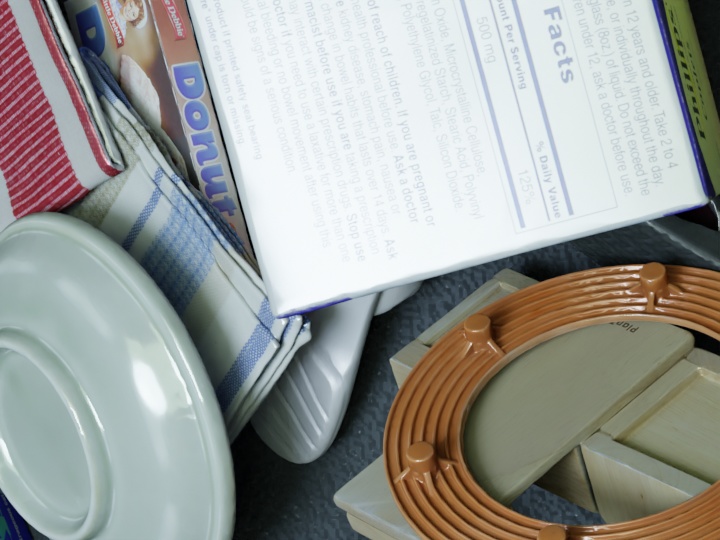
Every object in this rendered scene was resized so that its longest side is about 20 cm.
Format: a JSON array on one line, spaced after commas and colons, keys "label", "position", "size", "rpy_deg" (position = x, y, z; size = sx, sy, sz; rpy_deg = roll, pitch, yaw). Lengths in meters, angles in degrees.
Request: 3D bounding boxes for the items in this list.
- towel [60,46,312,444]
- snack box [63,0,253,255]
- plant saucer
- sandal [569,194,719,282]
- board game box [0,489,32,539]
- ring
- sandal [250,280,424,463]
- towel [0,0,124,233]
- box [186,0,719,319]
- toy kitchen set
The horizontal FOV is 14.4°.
[{"label": "towel", "position": [-0.114, 0.006, 1.388], "size": [0.200, 0.024, 0.147], "rpy_deg": [50, 126, 23]}, {"label": "snack box", "position": [-0.093, -0.046, 1.397], "size": [0.072, 0.024, 0.200], "rpy_deg": [-19, 86, 51]}, {"label": "plant saucer", "position": [-0.139, 0.073, 1.365], "size": [0.200, 0.050, 0.200], "rpy_deg": [30, 131, 41]}, {"label": "sandal", "position": [0.176, -0.007, 1.315], "size": [0.200, 0.075, 0.048], "rpy_deg": [23, 67, 7]}, {"label": "board game box", "position": [-0.217, 0.145, 1.373], "size": [0.045, 0.200, 0.152], "rpy_deg": [-25, 86, 18]}, {"label": "ring", "position": [0.106, 0.060, 1.224], "size": [0.200, 0.200, 0.019], "rpy_deg": [-1, 132, 18]}, {"label": "sandal", "position": [-0.006, -0.004, 1.376], "size": [0.079, 0.059, 0.207], "rpy_deg": [34, 124, 27]}, {"label": "towel", "position": [-0.212, -0.074, 1.418], "size": [0.200, 0.023, 0.144], "rpy_deg": [-27, 84, 38]}, {"label": "box", "position": [0.041, -0.095, 1.240], "size": [0.200, 0.105, 0.184], "rpy_deg": [-15, 92, 15]}, {"label": "toy kitchen set", "position": [0.097, 0.135, 1.296], "size": [0.200, 0.163, 0.180], "rpy_deg": [24, 142, 44]}]
